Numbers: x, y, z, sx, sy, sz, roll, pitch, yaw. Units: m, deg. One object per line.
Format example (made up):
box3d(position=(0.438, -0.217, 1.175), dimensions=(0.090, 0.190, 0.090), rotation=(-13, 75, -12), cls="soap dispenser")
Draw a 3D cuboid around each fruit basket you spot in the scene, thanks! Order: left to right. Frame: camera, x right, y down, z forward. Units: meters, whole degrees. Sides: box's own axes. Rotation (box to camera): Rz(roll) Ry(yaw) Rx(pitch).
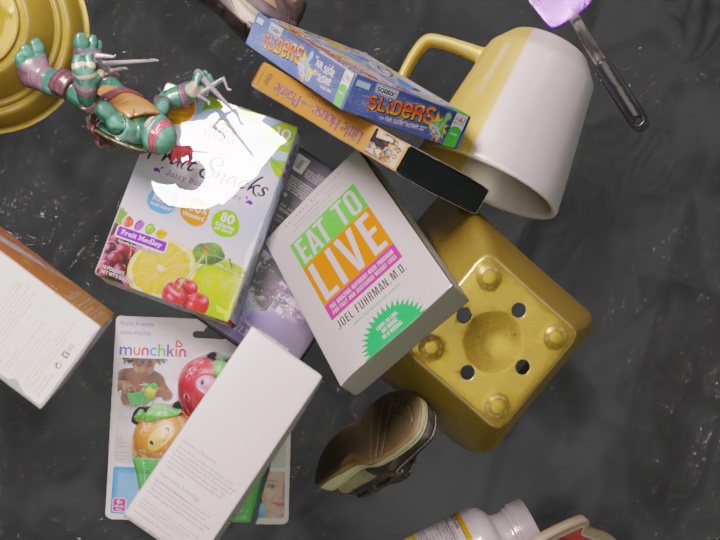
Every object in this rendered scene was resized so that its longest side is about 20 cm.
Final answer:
box3d(position=(-0.157, 0.149, 1.168), dimensions=(0.183, 0.094, 0.203), rotation=(3, 90, -6), cls="fruit basket")

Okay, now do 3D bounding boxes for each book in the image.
box3d(position=(0.000, 0.000, 1.082), dimensions=(0.133, 0.201, 0.048), rotation=(-41, 137, 9), cls="book")

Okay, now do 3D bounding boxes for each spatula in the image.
box3d(position=(0.241, -0.229, 1.216), dimensions=(0.056, 0.021, 0.201), rotation=(-34, 99, 10), cls="spatula")

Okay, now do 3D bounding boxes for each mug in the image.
box3d(position=(0.141, -0.160, 1.151), dimensions=(0.186, 0.149, 0.154), rotation=(29, 82, -25), cls="mug")

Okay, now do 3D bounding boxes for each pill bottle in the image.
box3d(position=(0.090, 0.310, 1.195), dimensions=(0.198, 0.104, 0.105), rotation=(-25, 96, -3), cls="pill bottle")

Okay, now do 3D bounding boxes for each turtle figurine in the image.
box3d(position=(-0.219, -0.160, 1.084), dimensions=(0.199, 0.149, 0.102), rotation=(29, 104, 30), cls="turtle figurine")

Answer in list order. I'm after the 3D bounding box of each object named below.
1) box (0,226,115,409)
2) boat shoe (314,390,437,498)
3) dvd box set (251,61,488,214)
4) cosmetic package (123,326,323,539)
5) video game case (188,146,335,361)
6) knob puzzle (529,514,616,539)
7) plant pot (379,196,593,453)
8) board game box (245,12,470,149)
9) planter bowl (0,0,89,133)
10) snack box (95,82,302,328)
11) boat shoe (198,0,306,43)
box3d(position=(-0.347, 0.026, 1.124), dimensions=(0.199, 0.124, 0.098), rotation=(38, 89, -7), cls="box")
box3d(position=(0.025, 0.175, 1.153), dimensions=(0.066, 0.201, 0.072), rotation=(24, 55, -20), cls="boat shoe")
box3d(position=(0.009, -0.123, 1.090), dimensions=(0.199, 0.146, 0.030), rotation=(35, 99, 37), cls="dvd box set")
box3d(position=(-0.121, 0.161, 1.080), dimensions=(0.084, 0.108, 0.201), rotation=(32, 78, 3), cls="cosmetic package")
box3d(position=(-0.075, -0.013, 1.174), dimensions=(0.142, 0.019, 0.201), rotation=(33, 82, 5), cls="video game case")
box3d(position=(0.169, 0.329, 1.163), dimensions=(0.220, 0.220, 0.030), rotation=(-48, 53, -1), cls="knob puzzle")
box3d(position=(0.109, 0.059, 1.133), dimensions=(0.195, 0.200, 0.195), rotation=(41, 89, -7), cls="plant pot")
box3d(position=(-0.006, -0.177, 1.086), dimensions=(0.134, 0.200, 0.035), rotation=(13, 108, -37), cls="board game box")
box3d(position=(-0.365, -0.234, 1.126), dimensions=(0.198, 0.083, 0.203), rotation=(0, 93, -5), cls="planter bowl")
box3d(position=(-0.156, -0.063, 1.146), dimensions=(0.141, 0.053, 0.202), rotation=(19, 82, 4), cls="snack box")
box3d(position=(-0.137, -0.299, 1.157), dimensions=(0.200, 0.074, 0.074), rotation=(41, 79, -15), cls="boat shoe")
